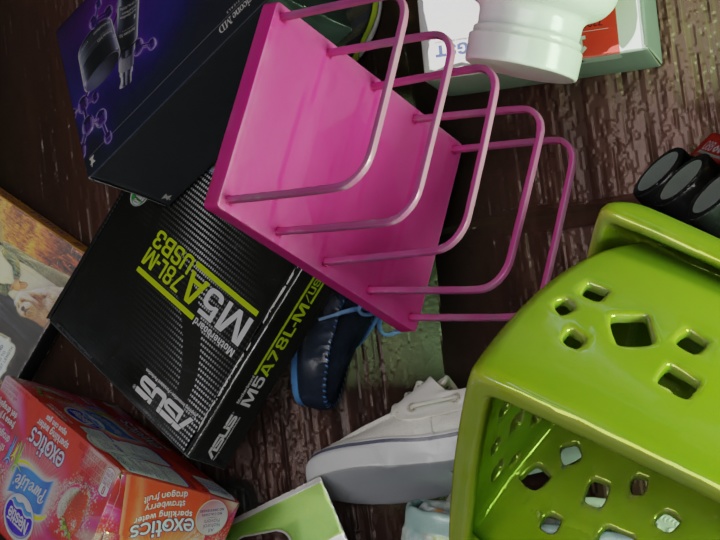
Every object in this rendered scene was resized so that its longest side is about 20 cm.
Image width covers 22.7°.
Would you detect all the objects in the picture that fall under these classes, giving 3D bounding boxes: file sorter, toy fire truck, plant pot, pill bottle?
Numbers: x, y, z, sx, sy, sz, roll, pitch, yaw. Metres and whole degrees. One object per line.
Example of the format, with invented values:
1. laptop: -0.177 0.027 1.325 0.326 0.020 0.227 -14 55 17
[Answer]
1. file sorter: 0.029 -0.064 1.120 0.125 0.199 0.140 -2 65 42
2. toy fire truck: 0.297 -0.068 1.121 0.129 0.176 0.200 43 91 -11
3. plant pot: 0.179 0.091 1.037 0.198 0.201 0.182 25 54 16
4. pill bottle: 0.121 -0.223 1.126 0.103 0.104 0.202 12 91 16

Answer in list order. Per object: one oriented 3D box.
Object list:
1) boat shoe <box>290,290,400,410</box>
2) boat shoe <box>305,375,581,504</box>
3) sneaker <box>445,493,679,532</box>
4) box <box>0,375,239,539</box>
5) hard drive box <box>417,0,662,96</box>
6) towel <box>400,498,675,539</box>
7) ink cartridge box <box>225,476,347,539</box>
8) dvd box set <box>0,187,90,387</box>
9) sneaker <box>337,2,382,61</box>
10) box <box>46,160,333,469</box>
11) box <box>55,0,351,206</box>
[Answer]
1. boat shoe: 0.000 0.000 1.241 0.068 0.084 0.202 12 92 13
2. boat shoe: 0.056 0.108 1.233 0.198 0.071 0.070 -15 56 18
3. sneaker: 0.136 0.232 1.202 0.198 0.081 0.148 10 109 3
4. box: -0.182 0.154 1.224 0.200 0.099 0.096 27 95 54
5. hard drive box: 0.116 -0.232 1.222 0.154 0.077 0.202 -7 85 16
6. towel: 0.116 0.241 1.133 0.198 0.048 0.173 7 95 9
7. ink cartridge box: -0.036 0.262 1.240 0.147 0.076 0.201 -27 79 13
8. dvd box set: -0.311 -0.002 1.354 0.199 0.029 0.147 34 96 14
9. sneaker: -0.017 -0.233 1.257 0.073 0.081 0.202 13 91 16
10. box: -0.112 0.004 1.249 0.200 0.047 0.194 38 96 42
11. box: -0.112 -0.163 1.221 0.200 0.078 0.142 -41 53 30
